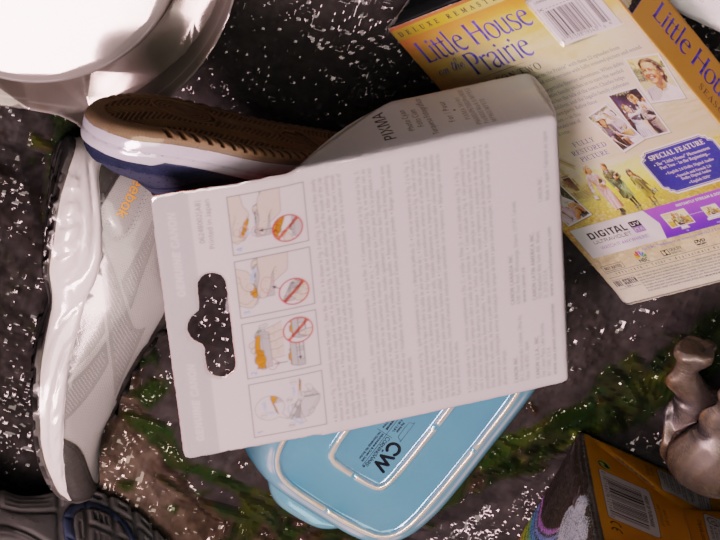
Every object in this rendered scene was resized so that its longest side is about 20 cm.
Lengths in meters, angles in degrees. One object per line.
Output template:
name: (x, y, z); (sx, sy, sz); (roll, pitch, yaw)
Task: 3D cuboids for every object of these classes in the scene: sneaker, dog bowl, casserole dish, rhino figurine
sneaker: (-0.062, -0.019, 1.384); (0.200, 0.070, 0.109); (9, 110, -40)
dog bowl: (-0.157, -0.165, 1.364); (0.200, 0.059, 0.200); (-1, 113, -1)
casserole dish: (0.023, 0.065, 1.484); (0.121, 0.039, 0.200); (32, 110, -14)
sneaker: (-0.129, 0.031, 1.446); (0.079, 0.074, 0.200); (6, 114, -10)
sneaker: (-0.184, 0.159, 1.506); (0.200, 0.075, 0.087); (21, 130, -17)
rhino figurine: (0.252, 0.091, 1.488); (0.200, 0.060, 0.088); (9, 133, -6)

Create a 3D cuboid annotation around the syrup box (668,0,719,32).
syrup box: (0.231, -0.141, 1.374); (0.200, 0.079, 0.082); (24, 111, -12)

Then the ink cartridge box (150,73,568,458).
ink cartridge box: (0.000, 0.000, 1.375); (0.200, 0.047, 0.160); (-11, 125, -9)

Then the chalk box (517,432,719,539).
chalk box: (0.129, 0.215, 1.507); (0.124, 0.125, 0.200); (23, 113, -11)

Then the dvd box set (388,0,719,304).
dvd box set: (0.124, -0.073, 1.385); (0.200, 0.029, 0.146); (47, 145, -19)
